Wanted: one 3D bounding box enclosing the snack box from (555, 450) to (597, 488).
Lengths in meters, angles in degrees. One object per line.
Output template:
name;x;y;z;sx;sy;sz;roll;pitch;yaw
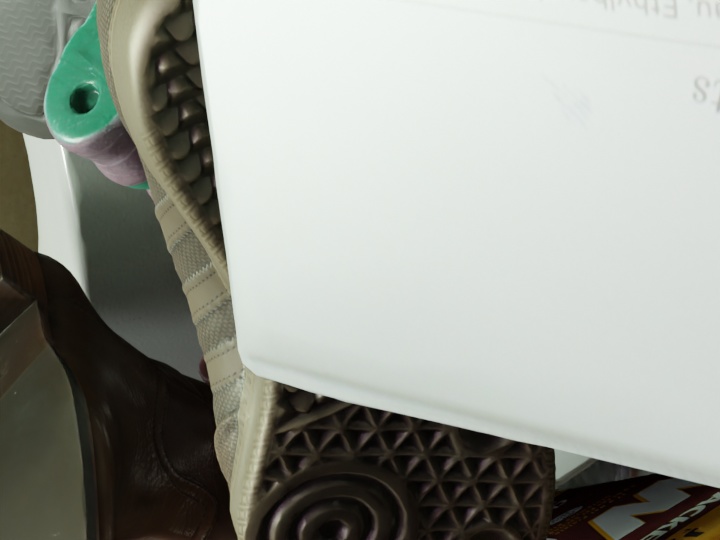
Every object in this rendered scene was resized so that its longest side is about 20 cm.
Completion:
snack box;0.042;0.047;0.784;0.024;0.072;0.200;56;-178;3

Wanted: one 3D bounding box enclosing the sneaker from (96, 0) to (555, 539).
sneaker;-0.006;-0.003;0.622;0.076;0.070;0.200;-108;4;-52

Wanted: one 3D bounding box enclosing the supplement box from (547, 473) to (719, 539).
supplement box;0.081;0.164;0.734;0.198;0.133;0.200;61;159;-2

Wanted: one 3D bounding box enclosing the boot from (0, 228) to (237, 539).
boot;-0.036;0.085;0.849;0.200;0.064;0.187;37;-156;-34

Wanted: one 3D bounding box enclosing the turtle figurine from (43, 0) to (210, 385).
turtle figurine;0.000;0.000;0.786;0.149;0.101;0.200;20;171;29

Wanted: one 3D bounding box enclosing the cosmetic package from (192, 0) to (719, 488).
cosmetic package;0.078;-0.086;0.496;0.165;0.165;0.201;13;119;36

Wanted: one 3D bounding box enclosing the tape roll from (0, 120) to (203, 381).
tape roll;-0.065;-0.061;0.989;0.203;0.139;0.203;49;148;47

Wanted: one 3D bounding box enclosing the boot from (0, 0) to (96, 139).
boot;-0.089;-0.147;0.861;0.201;0.073;0.151;68;-159;-6
